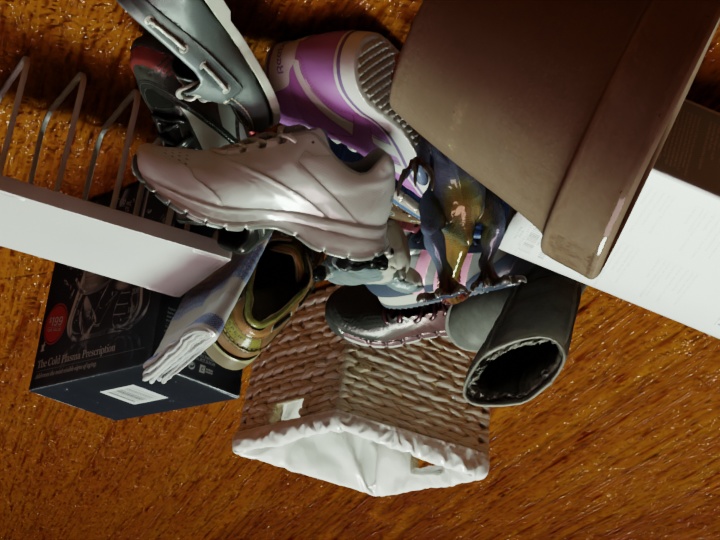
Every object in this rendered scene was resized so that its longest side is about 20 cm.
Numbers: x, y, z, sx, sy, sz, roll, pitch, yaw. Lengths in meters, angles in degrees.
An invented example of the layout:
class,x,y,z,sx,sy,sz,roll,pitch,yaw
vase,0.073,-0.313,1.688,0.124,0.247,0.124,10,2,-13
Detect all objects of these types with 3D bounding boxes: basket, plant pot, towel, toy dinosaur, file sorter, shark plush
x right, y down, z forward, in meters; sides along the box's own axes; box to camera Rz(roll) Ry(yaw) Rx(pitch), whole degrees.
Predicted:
class,x,y,z,sx,sy,sz,roll,pitch,yaw
basket,0.009,0.125,2.022,0.199,0.162,0.198,22,157,-30
plant pot,0.117,-0.118,1.288,0.174,0.201,0.200,24,162,7
towel,-0.111,-0.005,1.652,0.024,0.201,0.147,33,151,-13
toy dinosaur,0.055,-0.071,1.450,0.104,0.183,0.200,-10,174,-21
file sorter,-0.207,-0.076,1.610,0.199,0.125,0.139,16,160,-19
shark plush,0.000,0.000,1.644,0.083,0.091,0.200,-17,-167,6

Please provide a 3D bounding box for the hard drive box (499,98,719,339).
class,x,y,z,sx,sy,sz,roll,pitch,yaw
hard drive box,0.222,-0.047,1.463,0.199,0.077,0.156,23,145,-3

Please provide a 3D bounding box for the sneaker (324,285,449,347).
class,x,y,z,sx,sy,sz,roll,pitch,yaw
sneaker,0.067,0.018,1.849,0.199,0.076,0.116,-1,156,-3

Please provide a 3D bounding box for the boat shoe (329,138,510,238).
class,x,y,z,sx,sy,sz,roll,pitch,yaw
boat shoe,0.027,-0.078,1.597,0.199,0.073,0.072,25,162,-13

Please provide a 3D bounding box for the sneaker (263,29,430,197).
class,x,y,z,sx,sy,sz,roll,pitch,yaw
sneaker,0.001,-0.116,1.501,0.114,0.073,0.201,0,149,34

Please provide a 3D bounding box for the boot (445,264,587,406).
class,x,y,z,sx,sy,sz,roll,pitch,yaw
boot,0.123,0.059,1.692,0.073,0.200,0.182,41,124,-14

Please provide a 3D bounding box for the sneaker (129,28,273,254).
class,x,y,z,sx,sy,sz,roll,pitch,yaw
sneaker,-0.118,-0.091,1.508,0.071,0.098,0.201,8,143,47

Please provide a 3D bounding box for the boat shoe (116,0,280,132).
class,x,y,z,sx,sy,sz,roll,pitch,yaw
boat shoe,-0.114,-0.153,1.397,0.073,0.062,0.200,49,174,33

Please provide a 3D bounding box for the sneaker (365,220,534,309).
class,x,y,z,sx,sy,sz,roll,pitch,yaw
sneaker,0.073,-0.023,1.727,0.199,0.070,0.082,-18,126,36

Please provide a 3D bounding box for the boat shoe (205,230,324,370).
class,x,y,z,sx,sy,sz,roll,pitch,yaw
boat shoe,-0.065,0.001,1.692,0.072,0.200,0.068,34,135,-11

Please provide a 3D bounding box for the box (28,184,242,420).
class,x,y,z,sx,sy,sz,roll,pitch,yaw
box,-0.192,0.026,1.804,0.104,0.183,0.199,24,155,-35

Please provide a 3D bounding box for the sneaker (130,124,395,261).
class,x,y,z,sx,sy,sz,roll,pitch,yaw
sneaker,-0.067,-0.069,1.448,0.199,0.088,0.075,11,-165,-17
